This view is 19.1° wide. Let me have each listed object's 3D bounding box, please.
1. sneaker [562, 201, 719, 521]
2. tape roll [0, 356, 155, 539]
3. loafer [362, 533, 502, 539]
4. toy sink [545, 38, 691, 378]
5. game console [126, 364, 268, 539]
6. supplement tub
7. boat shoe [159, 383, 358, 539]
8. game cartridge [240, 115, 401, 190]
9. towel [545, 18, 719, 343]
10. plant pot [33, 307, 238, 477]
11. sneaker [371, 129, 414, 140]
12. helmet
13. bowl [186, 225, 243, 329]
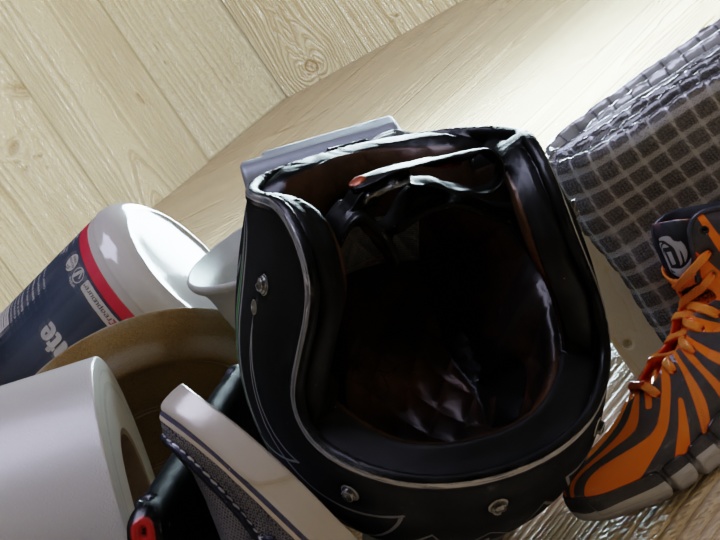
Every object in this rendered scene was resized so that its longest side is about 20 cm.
[{"bbox_3d":[0.163,0.033,1.086,0.200,0.112,0.078,-37,10,-12],"label":"sneaker"},{"bbox_3d":[-0.192,0.166,1.276,0.139,0.203,0.203,-18,10,-1],"label":"tape roll"},{"bbox_3d":[0.022,0.150,1.118,0.075,0.070,0.200,-30,11,25],"label":"loafer"},{"bbox_3d":[0.186,-0.042,1.317,0.112,0.131,0.200,-31,12,22],"label":"toy sink"},{"bbox_3d":[-0.069,0.162,1.077,0.031,0.177,0.200,-9,17,14],"label":"game console"},{"bbox_3d":[-0.185,0.064,1.475,0.200,0.140,0.140,-44,7,17],"label":"supplement tub"},{"bbox_3d":[-0.040,0.150,0.979,0.093,0.200,0.075,-45,-2,-6],"label":"boat shoe"},{"bbox_3d":[0.000,-0.007,1.528,0.133,0.201,0.040,-19,31,-6],"label":"game cartridge"},{"bbox_3d":[0.221,-0.049,1.142,0.200,0.166,0.086,-33,12,15],"label":"towel"},{"bbox_3d":[-0.141,0.105,1.413,0.200,0.200,0.028,-34,53,6],"label":"plant pot"},{"bbox_3d":[0.001,0.001,1.452,0.085,0.074,0.200,-66,-1,-66],"label":"sneaker"},{"bbox_3d":[0.030,0.037,1.048,0.199,0.191,0.200,-11,12,2],"label":"helmet"},{"bbox_3d":[0.000,0.000,1.329,0.201,0.091,0.201,-25,12,6],"label":"bowl"}]
